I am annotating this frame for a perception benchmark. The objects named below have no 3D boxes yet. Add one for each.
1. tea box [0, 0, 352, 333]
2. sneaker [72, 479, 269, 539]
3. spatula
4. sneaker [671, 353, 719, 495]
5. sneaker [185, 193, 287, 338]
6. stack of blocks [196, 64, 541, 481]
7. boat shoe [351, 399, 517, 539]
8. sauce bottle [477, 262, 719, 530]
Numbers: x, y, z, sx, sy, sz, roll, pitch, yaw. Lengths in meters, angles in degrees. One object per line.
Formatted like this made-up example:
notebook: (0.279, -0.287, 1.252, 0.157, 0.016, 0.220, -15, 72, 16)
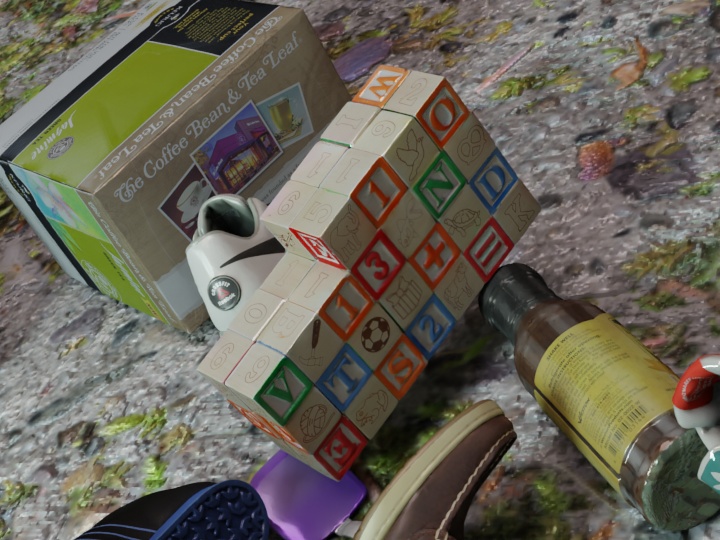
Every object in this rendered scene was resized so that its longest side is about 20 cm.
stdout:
tea box: (-0.133, -0.086, 1.078, 0.200, 0.134, 0.196, -44, 34, -19)
sneaker: (-0.139, 0.175, 0.795, 0.199, 0.071, 0.078, -26, 4, -40)
spatula: (0.009, 0.146, 0.798, 0.056, 0.021, 0.200, -41, 38, -19)
sneaker: (0.196, 0.048, 0.696, 0.093, 0.071, 0.200, 20, 34, 1)
sneaker: (-0.059, -0.015, 0.939, 0.074, 0.089, 0.200, -31, 6, 11)
stack of blocks: (0.000, 0.000, 0.833, 0.058, 0.115, 0.200, 20, 68, 50)
boat shoe: (0.024, 0.157, 0.726, 0.072, 0.072, 0.200, 34, 75, 14)
sauce bottle: (0.123, 0.056, 0.792, 0.064, 0.065, 0.200, -32, 37, -5)
